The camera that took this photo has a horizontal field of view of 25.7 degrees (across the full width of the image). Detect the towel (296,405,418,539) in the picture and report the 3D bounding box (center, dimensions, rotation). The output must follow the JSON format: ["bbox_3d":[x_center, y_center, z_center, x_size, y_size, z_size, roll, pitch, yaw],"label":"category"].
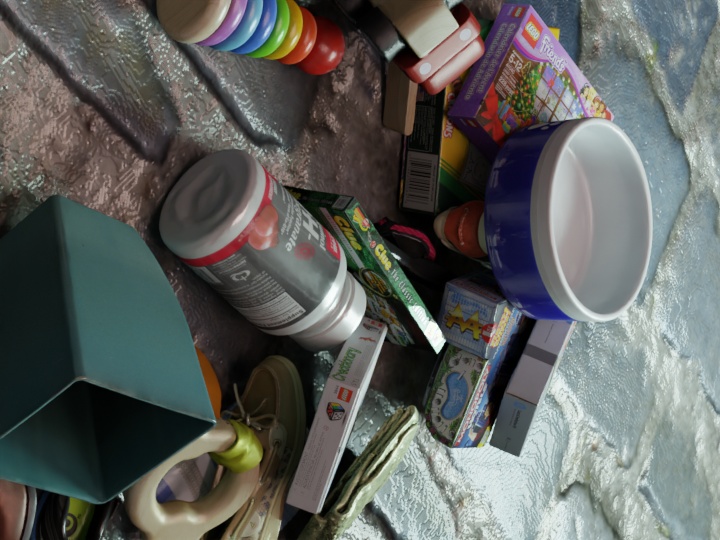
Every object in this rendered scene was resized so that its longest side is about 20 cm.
[{"bbox_3d":[-0.005,0.213,1.529,0.036,0.200,0.149,38,66,5],"label":"towel"}]

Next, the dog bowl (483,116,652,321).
[{"bbox_3d":[0.209,-0.050,1.571,0.200,0.078,0.202,3,87,-51],"label":"dog bowl"}]

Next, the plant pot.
[{"bbox_3d":[-0.225,0.052,1.251,0.141,0.141,0.201,24,41,-44],"label":"plant pot"}]

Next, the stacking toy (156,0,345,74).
[{"bbox_3d":[-0.085,-0.224,1.417,0.199,0.085,0.086,12,90,-49],"label":"stacking toy"}]

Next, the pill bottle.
[{"bbox_3d":[-0.082,-0.011,1.438,0.200,0.110,0.111,45,68,-40],"label":"pill bottle"}]

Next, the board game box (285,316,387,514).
[{"bbox_3d":[-0.020,0.130,1.478,0.200,0.034,0.127,-62,171,-74],"label":"board game box"}]

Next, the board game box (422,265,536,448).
[{"bbox_3d":[0.118,0.080,1.627,0.201,0.061,0.200,-68,161,0],"label":"board game box"}]

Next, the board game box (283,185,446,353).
[{"bbox_3d":[0.000,0.000,1.523,0.023,0.104,0.200,-50,129,-22],"label":"board game box"}]

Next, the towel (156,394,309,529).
[{"bbox_3d":[-0.118,0.210,1.511,0.200,0.024,0.147,-43,125,-29],"label":"towel"}]

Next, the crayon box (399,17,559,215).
[{"bbox_3d":[0.126,-0.159,1.642,0.172,0.058,0.201,-3,101,-44],"label":"crayon box"}]

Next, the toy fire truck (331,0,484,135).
[{"bbox_3d":[0.046,-0.212,1.488,0.129,0.176,0.200,-40,135,3],"label":"toy fire truck"}]

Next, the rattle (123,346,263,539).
[{"bbox_3d":[-0.187,0.188,1.420,0.130,0.143,0.201,-3,131,-52],"label":"rattle"}]

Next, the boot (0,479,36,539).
[{"bbox_3d":[-0.355,0.157,1.240,0.199,0.068,0.190,-5,102,-42],"label":"boot"}]

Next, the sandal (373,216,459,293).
[{"bbox_3d":[0.044,-0.021,1.588,0.200,0.075,0.045,25,83,-52],"label":"sandal"}]

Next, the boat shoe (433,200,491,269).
[{"bbox_3d":[0.147,-0.031,1.629,0.200,0.062,0.072,13,81,-58],"label":"boat shoe"}]

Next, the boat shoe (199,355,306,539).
[{"bbox_3d":[-0.101,0.177,1.457,0.062,0.073,0.201,8,92,-42],"label":"boat shoe"}]

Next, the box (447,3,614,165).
[{"bbox_3d":[0.180,-0.160,1.627,0.200,0.039,0.137,42,67,-43],"label":"box"}]

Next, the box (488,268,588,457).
[{"bbox_3d":[0.200,0.084,1.704,0.156,0.041,0.201,95,19,-63],"label":"box"}]

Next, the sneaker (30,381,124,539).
[{"bbox_3d":[-0.226,0.161,1.354,0.071,0.082,0.201,14,88,-40],"label":"sneaker"}]
